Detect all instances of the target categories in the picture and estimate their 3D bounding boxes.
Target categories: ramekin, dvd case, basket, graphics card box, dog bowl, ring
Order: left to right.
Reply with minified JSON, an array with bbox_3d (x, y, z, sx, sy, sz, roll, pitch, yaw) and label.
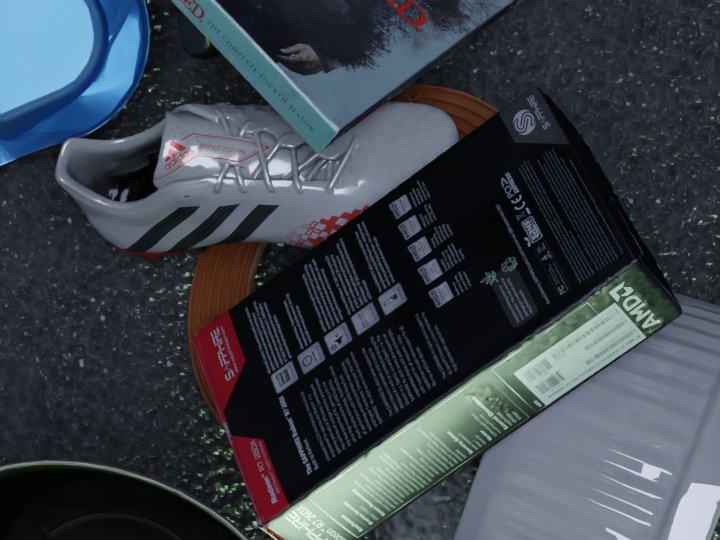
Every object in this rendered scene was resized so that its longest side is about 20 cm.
[{"bbox_3d":[-0.198,-0.096,1.174,0.199,0.050,0.112,-24,88,-1],"label":"dog bowl"},{"bbox_3d":[-0.111,0.155,1.086,0.180,0.200,0.136,18,87,2],"label":"basket"},{"bbox_3d":[-0.015,-0.148,1.123,0.146,0.200,0.022,47,129,4],"label":"dvd case"},{"bbox_3d":[0.000,0.000,1.129,0.200,0.019,0.201,-14,59,25],"label":"ring"},{"bbox_3d":[0.029,0.024,1.046,0.200,0.126,0.051,-37,133,12],"label":"graphics card box"},{"bbox_3d":[0.113,0.097,1.100,0.105,0.200,0.201,22,87,9],"label":"ramekin"}]

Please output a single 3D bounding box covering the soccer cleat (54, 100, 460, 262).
[{"bbox_3d":[-0.051,-0.048,1.118,0.199,0.085,0.069,-7,63,29],"label":"soccer cleat"}]

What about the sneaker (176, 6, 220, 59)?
[{"bbox_3d":[-0.103,-0.198,1.177,0.081,0.074,0.201,-14,81,7],"label":"sneaker"}]
